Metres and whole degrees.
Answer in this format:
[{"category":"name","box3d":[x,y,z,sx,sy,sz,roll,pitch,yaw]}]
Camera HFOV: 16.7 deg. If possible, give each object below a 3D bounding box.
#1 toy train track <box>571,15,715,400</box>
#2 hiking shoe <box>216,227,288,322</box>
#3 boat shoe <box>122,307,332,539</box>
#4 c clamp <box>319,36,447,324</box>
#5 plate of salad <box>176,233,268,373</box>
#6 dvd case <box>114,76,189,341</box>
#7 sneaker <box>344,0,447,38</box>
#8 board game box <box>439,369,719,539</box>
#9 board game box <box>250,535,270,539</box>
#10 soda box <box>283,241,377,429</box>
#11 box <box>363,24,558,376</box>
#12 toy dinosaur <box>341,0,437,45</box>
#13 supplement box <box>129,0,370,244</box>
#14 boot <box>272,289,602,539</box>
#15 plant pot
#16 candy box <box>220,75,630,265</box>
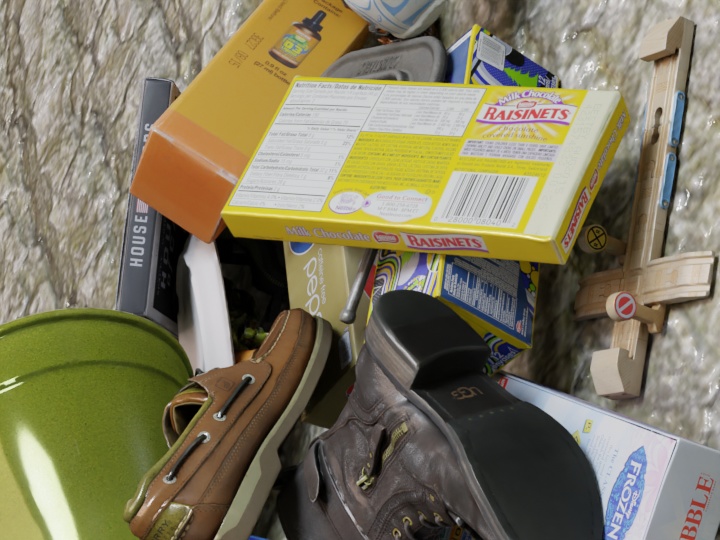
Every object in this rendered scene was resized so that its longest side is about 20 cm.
[{"category":"toy train track","box3d":[0.138,-0.036,1.246,0.114,0.032,0.201,-15,61,59]},{"category":"hiking shoe","box3d":[-0.077,-0.057,1.611,0.101,0.075,0.200,-58,34,24]},{"category":"boat shoe","box3d":[-0.069,0.078,1.312,0.072,0.068,0.200,-61,4,36]},{"category":"c clamp","box3d":[-0.014,-0.059,1.382,0.172,0.027,0.200,-64,23,-7]},{"category":"plate of salad","box3d":[-0.085,0.057,1.560,0.200,0.048,0.202,173,90,-80]},{"category":"dvd case","box3d":[-0.129,-0.035,1.613,0.200,0.025,0.151,70,-154,-83]},{"category":"sneaker","box3d":[0.037,-0.228,1.417,0.072,0.072,0.201,-15,47,44]},{"category":"board game box","box3d":[0.089,0.162,1.213,0.199,0.041,0.201,20,92,63]},{"category":"board game box","box3d":[-0.089,0.283,1.475,0.201,0.045,0.152,-61,29,23]},{"category":"soda box","box3d":[0.000,0.000,1.446,0.064,0.067,0.201,-48,37,40]},{"category":"box","box3d":[0.056,-0.033,1.319,0.070,0.064,0.201,-39,30,41]},{"category":"toy dinosaur","box3d":[-0.017,-0.222,1.531,0.200,0.136,0.102,39,82,29]},{"category":"supplement box","box3d":[-0.064,-0.108,1.526,0.200,0.066,0.069,-54,-6,-40]},{"category":"boot","box3d":[0.032,0.127,1.221,0.200,0.069,0.175,57,136,37]},{"category":"plant pot","box3d":[-0.165,0.162,1.458,0.201,0.199,0.193,-55,43,30]},{"category":"candy box","box3d":[0.032,-0.054,1.269,0.199,0.026,0.103,6,50,32]}]
